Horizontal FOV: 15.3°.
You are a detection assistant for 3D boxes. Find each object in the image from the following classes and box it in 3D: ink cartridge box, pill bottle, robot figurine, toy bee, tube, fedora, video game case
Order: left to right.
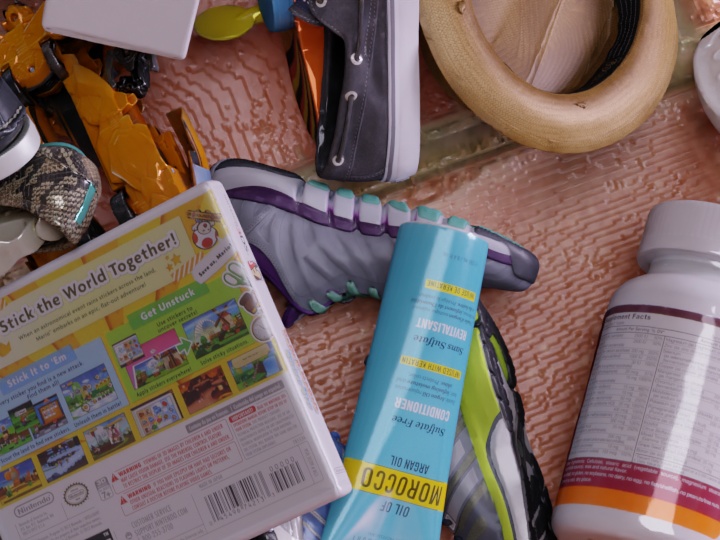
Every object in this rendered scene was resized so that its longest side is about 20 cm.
[{"bbox_3d":[-0.156,-0.067,1.519,0.145,0.058,0.200,-32,66,14],"label":"robot figurine"},{"bbox_3d":[-0.125,0.075,1.451,0.200,0.023,0.182,-26,83,21],"label":"video game case"},{"bbox_3d":[-0.114,-0.228,1.495,0.084,0.200,0.145,12,118,-5],"label":"ink cartridge box"},{"bbox_3d":[-0.027,-0.179,1.578,0.131,0.109,0.200,8,100,-15],"label":"toy bee"},{"bbox_3d":[0.026,0.075,1.472,0.077,0.050,0.200,15,80,-22],"label":"tube"},{"bbox_3d":[0.093,-0.153,1.571,0.200,0.082,0.201,12,68,-31],"label":"fedora"},{"bbox_3d":[0.184,0.069,1.531,0.109,0.110,0.200,17,75,-3],"label":"pill bottle"}]

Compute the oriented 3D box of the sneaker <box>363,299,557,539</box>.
[{"bbox_3d":[0.059,0.121,1.532,0.081,0.074,0.200,-15,84,16],"label":"sneaker"}]

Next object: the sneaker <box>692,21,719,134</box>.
[{"bbox_3d":[0.275,-0.054,1.594,0.080,0.147,0.200,-33,39,1],"label":"sneaker"}]

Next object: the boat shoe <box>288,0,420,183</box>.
[{"bbox_3d":[-0.008,-0.144,1.504,0.066,0.070,0.200,-8,112,-15],"label":"boat shoe"}]

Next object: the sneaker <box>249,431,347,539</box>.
[{"bbox_3d":[-0.050,0.099,1.493,0.077,0.076,0.200,-9,78,-32],"label":"sneaker"}]

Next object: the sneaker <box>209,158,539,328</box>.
[{"bbox_3d":[0.000,0.000,1.553,0.200,0.074,0.088,15,88,7],"label":"sneaker"}]

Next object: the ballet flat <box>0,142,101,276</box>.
[{"bbox_3d":[-0.235,-0.018,1.472,0.200,0.068,0.075,-12,46,25],"label":"ballet flat"}]

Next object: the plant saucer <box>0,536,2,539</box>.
[{"bbox_3d":[-0.122,0.106,1.524,0.200,0.032,0.201,2,76,-7],"label":"plant saucer"}]

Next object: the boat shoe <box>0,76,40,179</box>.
[{"bbox_3d":[-0.243,-0.108,1.483,0.076,0.200,0.060,-40,127,-23],"label":"boat shoe"}]
